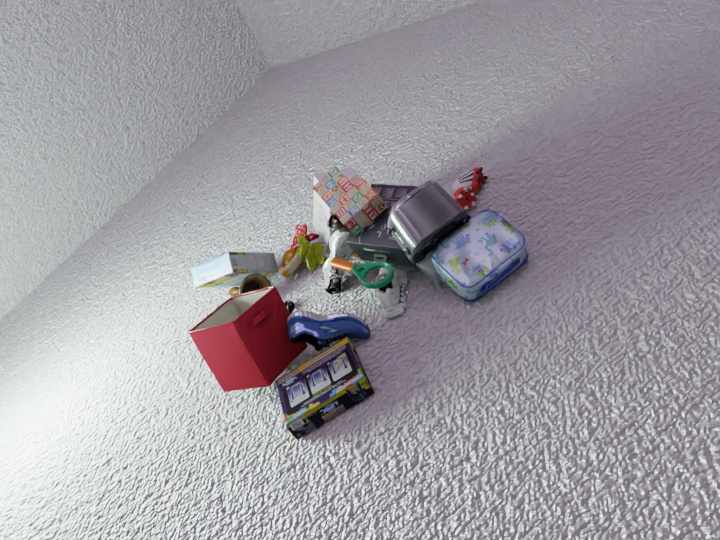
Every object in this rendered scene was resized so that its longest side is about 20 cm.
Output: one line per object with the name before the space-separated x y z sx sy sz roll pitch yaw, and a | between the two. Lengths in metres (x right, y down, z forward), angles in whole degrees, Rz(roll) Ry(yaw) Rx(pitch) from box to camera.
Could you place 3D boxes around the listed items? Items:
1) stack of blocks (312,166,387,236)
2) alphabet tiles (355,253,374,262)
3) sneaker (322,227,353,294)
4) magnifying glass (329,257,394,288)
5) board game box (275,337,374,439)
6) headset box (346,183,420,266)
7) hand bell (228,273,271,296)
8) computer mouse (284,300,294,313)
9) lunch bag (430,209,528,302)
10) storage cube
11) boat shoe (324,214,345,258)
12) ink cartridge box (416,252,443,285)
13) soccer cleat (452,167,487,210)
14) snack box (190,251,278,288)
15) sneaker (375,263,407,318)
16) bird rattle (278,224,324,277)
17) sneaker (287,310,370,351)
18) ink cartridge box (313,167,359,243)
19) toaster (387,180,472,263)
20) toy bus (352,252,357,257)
stack of blocks | -0.030 -0.192 1.668 0.115 0.059 0.200 -42 46 2
alphabet tiles | 0.072 -0.111 1.725 0.194 0.015 0.201 -19 53 19
sneaker | -0.052 -0.013 1.701 0.075 0.201 0.116 6 47 -13
magnifying glass | 0.000 0.000 1.589 0.199 0.022 0.080 18 54 41
board game box | -0.083 0.259 1.428 0.199 0.057 0.166 -31 29 1
headset box | 0.081 -0.114 1.648 0.173 0.093 0.201 7 64 34
hand bell | -0.354 0.063 1.937 0.104 0.104 0.199 -47 22 -25
computer mouse | -0.191 0.131 1.724 0.058 0.034 0.200 -31 30 2
lunch bag | 0.276 -0.032 1.477 0.200 0.083 0.161 -38 54 -9
storage cube | -0.271 0.167 1.554 0.199 0.181 0.171 -15 19 38
boat shoe | -0.054 -0.124 1.758 0.201 0.072 0.072 -60 34 10
ink cartridge box | 0.212 -0.053 1.637 0.162 0.050 0.200 -36 25 -7
soccer cleat | 0.288 -0.220 1.788 0.085 0.069 0.200 -14 31 42
snack box | -0.374 -0.001 1.918 0.168 0.068 0.199 -19 -9 32
sneaker | 0.073 0.029 1.600 0.075 0.081 0.201 -24 30 14
bird rattle | -0.196 -0.059 1.945 0.163 0.113 0.200 -49 28 2
sneaker | -0.075 0.153 1.518 0.198 0.079 0.090 2 55 -2
ink cartridge box | -0.058 -0.175 1.880 0.128 0.201 0.125 -14 40 -21
toaster | 0.158 -0.122 1.510 0.199 0.114 0.129 -35 74 -17
toy bus | 0.062 -0.101 1.793 0.199 0.079 0.065 -20 33 18
